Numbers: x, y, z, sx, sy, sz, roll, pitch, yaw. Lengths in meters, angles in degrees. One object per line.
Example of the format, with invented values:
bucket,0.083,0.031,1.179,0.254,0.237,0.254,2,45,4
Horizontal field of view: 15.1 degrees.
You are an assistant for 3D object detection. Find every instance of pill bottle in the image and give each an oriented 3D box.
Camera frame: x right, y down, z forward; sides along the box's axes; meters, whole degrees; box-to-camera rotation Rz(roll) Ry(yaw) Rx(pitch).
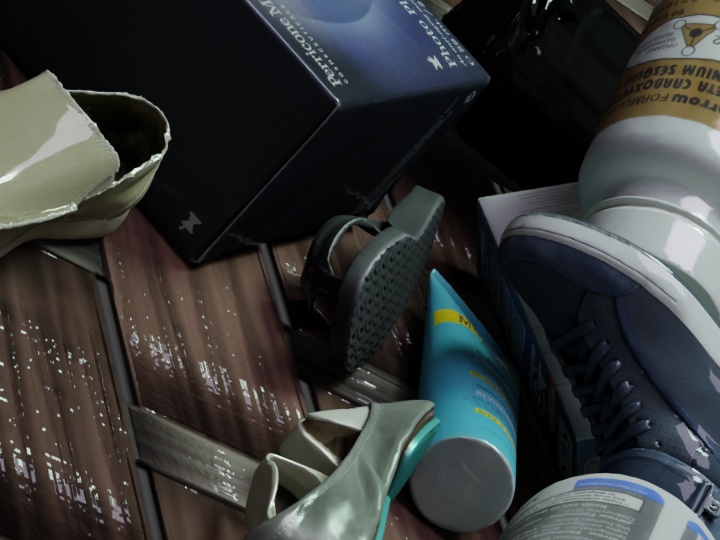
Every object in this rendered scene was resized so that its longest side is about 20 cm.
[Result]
pill bottle,0.179,-0.056,1.443,0.114,0.114,0.200,37,55,-15
pill bottle,0.090,0.172,1.158,0.114,0.114,0.200,44,23,1

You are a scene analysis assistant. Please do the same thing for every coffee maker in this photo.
coffee maker,0.141,-0.080,1.598,0.200,0.135,0.192,38,-11,-15

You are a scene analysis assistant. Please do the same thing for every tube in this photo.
tube,0.055,0.066,1.377,0.078,0.050,0.200,55,15,-16

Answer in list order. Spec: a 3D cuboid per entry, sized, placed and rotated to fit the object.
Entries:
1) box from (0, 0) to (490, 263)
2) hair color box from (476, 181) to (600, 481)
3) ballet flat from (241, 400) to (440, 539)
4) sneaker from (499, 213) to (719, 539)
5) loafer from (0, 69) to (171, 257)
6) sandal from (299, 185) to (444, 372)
box,-0.066,-0.124,1.396,0.200,0.123,0.198,48,24,11
hair color box,0.135,0.036,1.478,0.100,0.061,0.200,-9,42,-9
ballet flat,-0.011,0.092,1.191,0.064,0.068,0.200,32,22,0
sneaker,0.121,0.079,1.321,0.202,0.077,0.146,41,63,-1
loafer,-0.151,-0.051,1.194,0.076,0.068,0.200,49,23,11
sandal,0.000,0.001,1.379,0.048,0.076,0.200,19,14,6
